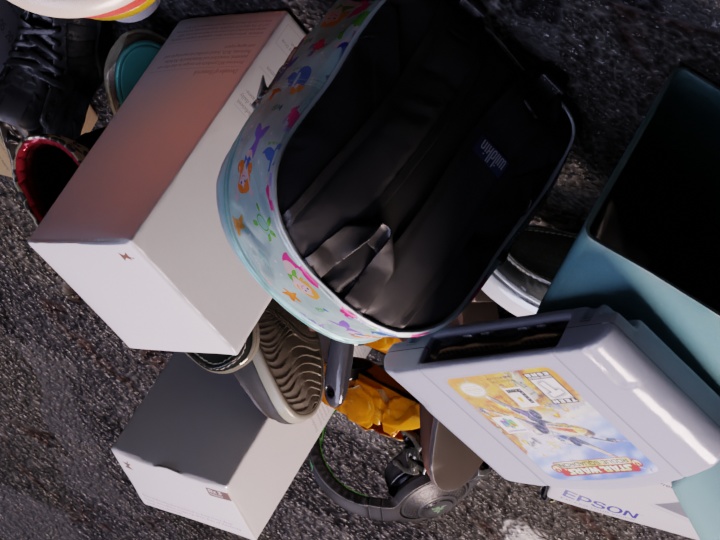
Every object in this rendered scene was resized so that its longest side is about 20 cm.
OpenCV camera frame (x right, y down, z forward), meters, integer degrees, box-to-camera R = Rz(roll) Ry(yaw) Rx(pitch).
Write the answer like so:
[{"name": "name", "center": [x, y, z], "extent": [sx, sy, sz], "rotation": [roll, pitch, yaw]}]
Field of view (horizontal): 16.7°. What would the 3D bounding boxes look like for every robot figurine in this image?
[{"name": "robot figurine", "center": [0.042, 0.072, 1.780], "extent": [0.200, 0.058, 0.145], "rotation": [23, 115, 45]}]

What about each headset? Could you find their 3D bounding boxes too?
[{"name": "headset", "center": [0.059, 0.143, 1.911], "extent": [0.199, 0.124, 0.094], "rotation": [5, 151, 8]}]

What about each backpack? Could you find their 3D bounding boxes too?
[{"name": "backpack", "center": [0.010, -0.058, 1.491], "extent": [0.177, 0.200, 0.150], "rotation": [42, 153, -22]}]

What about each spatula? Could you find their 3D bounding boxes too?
[{"name": "spatula", "center": [0.000, 0.000, 1.678], "extent": [0.021, 0.200, 0.056], "rotation": [0, -160, -42]}]

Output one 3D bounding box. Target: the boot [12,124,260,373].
[{"name": "boot", "center": [-0.159, -0.013, 1.710], "extent": [0.204, 0.073, 0.154], "rotation": [59, -163, 8]}]

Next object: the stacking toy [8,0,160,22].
[{"name": "stacking toy", "center": [-0.162, -0.207, 1.548], "extent": [0.146, 0.146, 0.200], "rotation": [27, 174, 10]}]

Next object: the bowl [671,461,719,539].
[{"name": "bowl", "center": [0.268, 0.106, 1.524], "extent": [0.105, 0.201, 0.201], "rotation": [41, 156, 7]}]

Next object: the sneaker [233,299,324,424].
[{"name": "sneaker", "center": [-0.104, 0.039, 1.838], "extent": [0.106, 0.075, 0.200], "rotation": [-36, 72, 35]}]

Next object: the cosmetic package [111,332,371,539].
[{"name": "cosmetic package", "center": [-0.088, 0.095, 1.883], "extent": [0.113, 0.200, 0.081], "rotation": [17, 151, 30]}]

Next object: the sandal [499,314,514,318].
[{"name": "sandal", "center": [0.141, 0.063, 1.735], "extent": [0.082, 0.055, 0.200], "rotation": [44, 153, -24]}]

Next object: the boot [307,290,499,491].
[{"name": "boot", "center": [0.014, 0.048, 1.717], "extent": [0.200, 0.187, 0.064], "rotation": [8, 176, 45]}]

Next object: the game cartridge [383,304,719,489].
[{"name": "game cartridge", "center": [0.120, 0.079, 1.444], "extent": [0.133, 0.042, 0.200], "rotation": [46, 149, -23]}]

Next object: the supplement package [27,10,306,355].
[{"name": "supplement package", "center": [-0.101, -0.058, 1.618], "extent": [0.117, 0.200, 0.117], "rotation": [2, 142, 47]}]

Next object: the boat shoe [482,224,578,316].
[{"name": "boat shoe", "center": [0.171, 0.006, 1.598], "extent": [0.200, 0.072, 0.071], "rotation": [19, 145, 5]}]

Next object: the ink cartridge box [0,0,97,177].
[{"name": "ink cartridge box", "center": [-0.308, -0.163, 1.813], "extent": [0.164, 0.075, 0.200], "rotation": [14, 149, 31]}]

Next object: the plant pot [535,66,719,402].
[{"name": "plant pot", "center": [0.184, 0.012, 1.459], "extent": [0.141, 0.141, 0.200], "rotation": [32, 147, 1]}]

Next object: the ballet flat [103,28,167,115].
[{"name": "ballet flat", "center": [-0.130, -0.100, 1.744], "extent": [0.200, 0.067, 0.062], "rotation": [57, 174, -38]}]

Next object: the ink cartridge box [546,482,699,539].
[{"name": "ink cartridge box", "center": [0.244, 0.138, 1.719], "extent": [0.199, 0.041, 0.200], "rotation": [16, 154, 1]}]

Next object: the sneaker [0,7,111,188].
[{"name": "sneaker", "center": [-0.221, -0.141, 1.717], "extent": [0.060, 0.104, 0.200], "rotation": [25, 154, 15]}]
